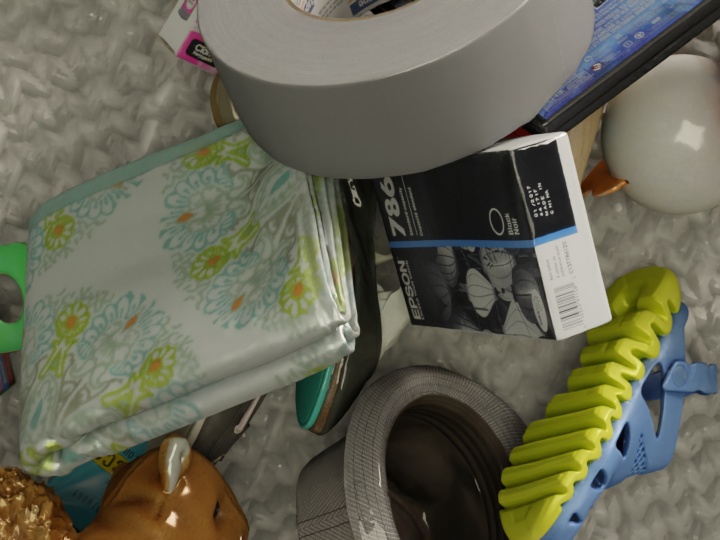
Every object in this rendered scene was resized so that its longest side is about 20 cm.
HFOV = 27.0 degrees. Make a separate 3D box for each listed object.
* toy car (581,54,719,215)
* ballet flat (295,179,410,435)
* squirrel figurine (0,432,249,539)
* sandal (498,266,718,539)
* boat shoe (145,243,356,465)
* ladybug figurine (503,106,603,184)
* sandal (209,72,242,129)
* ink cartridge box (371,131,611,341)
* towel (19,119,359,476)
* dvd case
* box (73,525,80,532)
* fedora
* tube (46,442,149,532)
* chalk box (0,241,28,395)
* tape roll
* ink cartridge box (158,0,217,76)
[{"bbox_3d":[0.216,-0.098,0.892,0.200,0.177,0.185,-22,111,28],"label":"toy car"},{"bbox_3d":[0.000,0.000,0.904,0.068,0.068,0.200,5,79,-22],"label":"ballet flat"},{"bbox_3d":[-0.150,0.168,0.791,0.200,0.142,0.187,26,65,-13],"label":"squirrel figurine"},{"bbox_3d":[0.158,0.095,0.908,0.087,0.079,0.200,43,69,-18],"label":"sandal"},{"bbox_3d":[-0.066,0.058,0.872,0.057,0.067,0.200,18,115,-24],"label":"boat shoe"},{"bbox_3d":[0.095,-0.063,0.877,0.072,0.136,0.200,16,118,6],"label":"ladybug figurine"},{"bbox_3d":[0.010,-0.111,0.880,0.200,0.054,0.080,-11,82,-28],"label":"sandal"},{"bbox_3d":[0.056,-0.018,0.812,0.039,0.200,0.100,-19,98,-22],"label":"ink cartridge box"},{"bbox_3d":[-0.096,0.003,0.797,0.200,0.171,0.048,-23,135,17],"label":"towel"},{"bbox_3d":[0.102,-0.156,0.828,0.143,0.200,0.018,-37,132,-6],"label":"dvd case"},{"bbox_3d":[-0.181,0.261,0.917,0.200,0.115,0.132,43,101,-4],"label":"box"},{"bbox_3d":[0.031,0.151,0.900,0.090,0.200,0.177,-22,76,32],"label":"fedora"},{"bbox_3d":[-0.116,0.092,0.941,0.077,0.050,0.200,39,99,2],"label":"tube"},{"bbox_3d":[-0.283,0.032,0.890,0.200,0.124,0.125,-12,95,-1],"label":"chalk box"},{"bbox_3d":[0.018,-0.140,0.785,0.200,0.200,0.066,-22,134,1],"label":"tape roll"},{"bbox_3d":[-0.028,-0.196,0.877,0.095,0.037,0.200,22,106,-39],"label":"ink cartridge box"}]
